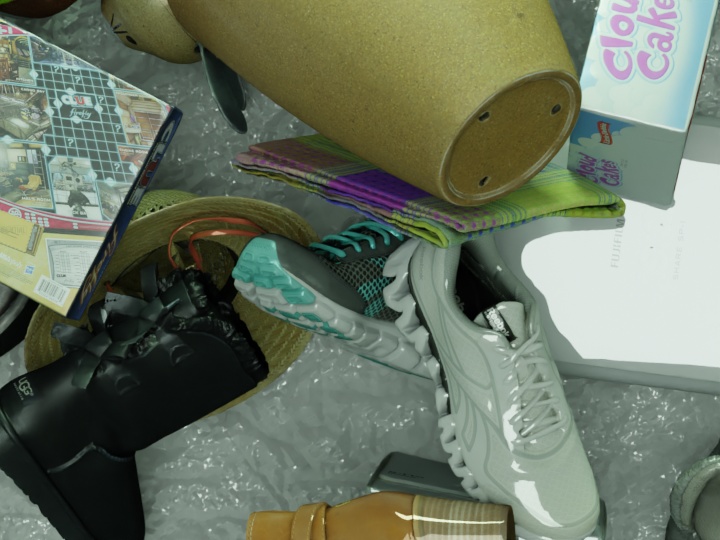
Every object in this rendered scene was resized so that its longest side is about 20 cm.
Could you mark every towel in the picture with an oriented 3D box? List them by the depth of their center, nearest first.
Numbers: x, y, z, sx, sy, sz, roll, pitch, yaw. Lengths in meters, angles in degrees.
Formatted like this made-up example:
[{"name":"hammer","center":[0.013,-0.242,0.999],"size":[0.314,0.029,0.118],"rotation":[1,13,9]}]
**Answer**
[{"name":"towel","center":[0.037,-0.052,1.508],"size":[0.200,0.143,0.023],"rotation":[21,114,44]}]

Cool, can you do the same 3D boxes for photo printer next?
[{"name":"photo printer","center":[0.163,-0.015,1.577],"size":[0.199,0.069,0.167],"rotation":[8,89,5]}]

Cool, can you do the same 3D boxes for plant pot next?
[{"name":"plant pot","center":[0.022,-0.133,1.421],"size":[0.186,0.186,0.200],"rotation":[-44,59,8]}]

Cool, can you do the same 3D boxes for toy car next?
[{"name":"toy car","center":[-0.133,-0.164,1.565],"size":[0.158,0.164,0.200],"rotation":[-36,103,8]}]

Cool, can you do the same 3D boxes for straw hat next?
[{"name":"straw hat","center":[-0.119,0.000,1.603],"size":[0.201,0.201,0.085],"rotation":[-30,50,8]}]

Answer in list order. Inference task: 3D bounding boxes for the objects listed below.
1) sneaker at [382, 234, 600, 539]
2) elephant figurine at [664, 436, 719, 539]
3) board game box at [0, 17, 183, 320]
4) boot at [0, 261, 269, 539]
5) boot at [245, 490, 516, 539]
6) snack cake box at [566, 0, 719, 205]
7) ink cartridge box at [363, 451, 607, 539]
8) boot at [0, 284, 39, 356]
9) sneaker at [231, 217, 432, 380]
[{"name":"sneaker","center":[0.080,0.062,1.485],"size":[0.075,0.081,0.200],"rotation":[-22,80,-29]},{"name":"elephant figurine","center":[0.241,0.148,1.568],"size":[0.199,0.142,0.156],"rotation":[-1,66,22]},{"name":"board game box","center":[-0.219,-0.077,1.501],"size":[0.200,0.035,0.136],"rotation":[28,91,9]},{"name":"boot","center":[-0.129,0.089,1.580],"size":[0.162,0.198,0.073],"rotation":[-32,51,1]},{"name":"boot","center":[0.013,0.223,1.480],"size":[0.154,0.074,0.201],"rotation":[-2,90,12]},{"name":"snack cake box","center":[0.172,-0.153,1.510],"size":[0.067,0.115,0.201],"rotation":[13,71,5]},{"name":"ink cartridge box","center":[0.059,0.226,1.578],"size":[0.145,0.145,0.201],"rotation":[13,96,5]},{"name":"boot","center":[-0.250,-0.049,1.633],"size":[0.174,0.069,0.200],"rotation":[40,95,7]},{"name":"sneaker","center":[0.000,0.000,1.559],"size":[0.077,0.200,0.091],"rotation":[15,83,37]}]
